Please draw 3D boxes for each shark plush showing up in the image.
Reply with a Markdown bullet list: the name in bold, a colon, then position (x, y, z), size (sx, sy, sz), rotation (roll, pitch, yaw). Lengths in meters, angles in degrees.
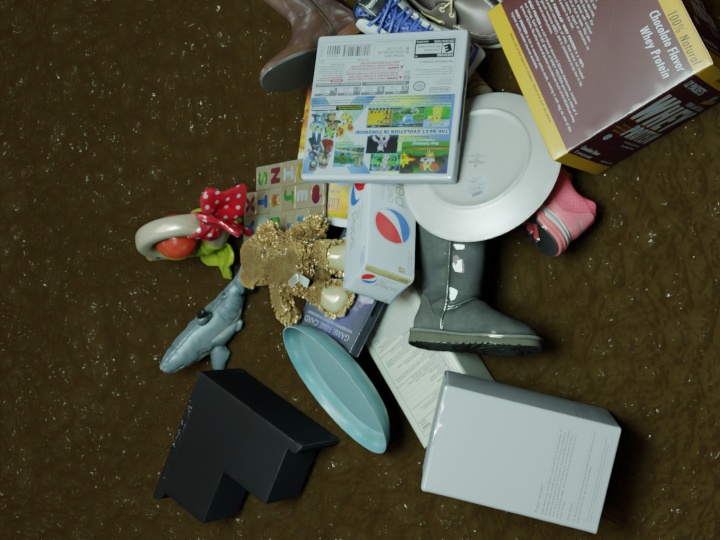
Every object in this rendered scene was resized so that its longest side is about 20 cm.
- **shark plush**: position (-0.203, 0.072, 1.640), size (0.200, 0.083, 0.092), rotation (-42, 65, 25)

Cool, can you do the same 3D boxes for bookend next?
- **bookend**: position (-0.160, 0.270, 1.593), size (0.199, 0.092, 0.201), rotation (30, 105, 30)

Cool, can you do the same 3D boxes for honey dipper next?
- **honey dipper**: position (0.173, -0.176, 1.402), size (0.038, 0.038, 0.201), rotation (-51, 48, 20)

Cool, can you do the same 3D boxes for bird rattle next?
- **bird rattle**: position (-0.229, -0.044, 1.603), size (0.160, 0.200, 0.115), rotation (-10, 85, -7)

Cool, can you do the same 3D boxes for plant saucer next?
- **plant saucer**: position (-0.026, 0.145, 1.479), size (0.027, 0.201, 0.200), rotation (-37, 59, -19)

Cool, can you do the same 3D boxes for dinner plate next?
- **dinner plate**: position (0.138, -0.127, 1.360), size (0.197, 0.024, 0.203), rotation (-12, 60, 22)

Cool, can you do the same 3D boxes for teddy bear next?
- **teddy bear**: position (-0.072, -0.002, 1.500), size (0.198, 0.066, 0.148), rotation (-10, 87, 45)

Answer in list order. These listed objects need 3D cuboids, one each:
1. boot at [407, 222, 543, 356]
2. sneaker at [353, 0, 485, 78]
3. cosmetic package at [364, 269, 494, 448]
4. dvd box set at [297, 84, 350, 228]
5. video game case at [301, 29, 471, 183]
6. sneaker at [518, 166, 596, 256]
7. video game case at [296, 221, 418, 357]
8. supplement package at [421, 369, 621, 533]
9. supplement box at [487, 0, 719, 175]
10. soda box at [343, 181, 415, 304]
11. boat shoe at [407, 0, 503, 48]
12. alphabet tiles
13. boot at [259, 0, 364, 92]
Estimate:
- **boot**: position (0.139, -0.005, 1.373), size (0.179, 0.073, 0.203), rotation (5, 75, 23)
- **sneaker**: position (0.051, -0.296, 1.452), size (0.199, 0.115, 0.081), rotation (37, 92, 40)
- **cosmetic package**: position (0.082, 0.108, 1.452), size (0.103, 0.073, 0.202), rotation (-41, 66, 24)
- **dvd box set**: position (-0.034, -0.161, 1.549), size (0.145, 0.029, 0.204), rotation (12, 94, 54)
- **video game case**: position (0.030, -0.195, 1.393), size (0.197, 0.022, 0.186), rotation (2, 79, 24)
- **sneaker**: position (0.208, -0.100, 1.396), size (0.086, 0.074, 0.201), rotation (-30, 53, -11)
- **video game case**: position (0.000, 0.000, 1.486), size (0.142, 0.019, 0.202), rotation (21, 83, 56)
- **supplement package**: position (0.176, 0.199, 1.306), size (0.197, 0.120, 0.123), rotation (14, 95, 3)
- **supplement box**: position (0.286, -0.248, 1.302), size (0.199, 0.132, 0.200), rotation (-31, 71, 28)
- **soda box**: position (0.026, -0.065, 1.414), size (0.064, 0.067, 0.203), rotation (-46, 33, 49)
- **boat shoe**: position (0.110, -0.343, 1.471), size (0.199, 0.059, 0.072), rotation (40, 108, 29)
- **alphabet tiles**: position (-0.107, -0.064, 1.594), size (0.199, 0.006, 0.170), rotation (-3, 85, 52)
- **boot**: position (-0.109, -0.344, 1.570), size (0.200, 0.185, 0.065), rotation (49, 151, 23)
